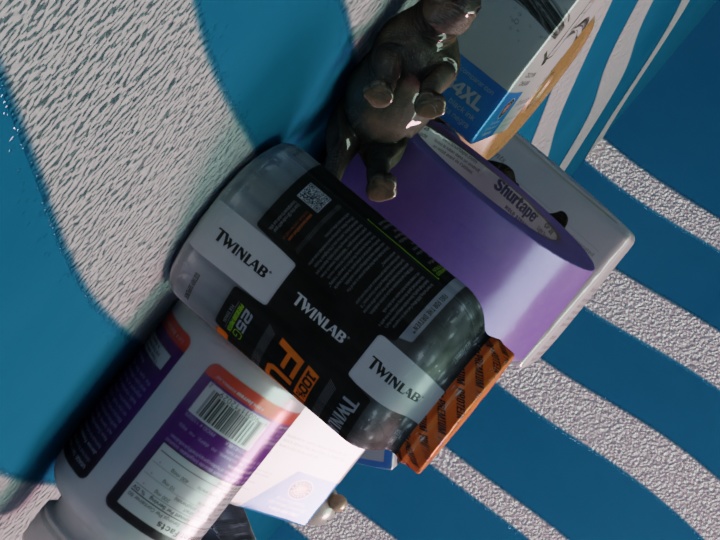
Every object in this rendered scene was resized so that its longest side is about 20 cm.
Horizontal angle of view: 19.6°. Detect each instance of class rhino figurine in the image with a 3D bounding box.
[{"bbox_3d":[0.032,-0.129,1.322,0.200,0.059,0.088,-57,-167,38],"label":"rhino figurine"}]

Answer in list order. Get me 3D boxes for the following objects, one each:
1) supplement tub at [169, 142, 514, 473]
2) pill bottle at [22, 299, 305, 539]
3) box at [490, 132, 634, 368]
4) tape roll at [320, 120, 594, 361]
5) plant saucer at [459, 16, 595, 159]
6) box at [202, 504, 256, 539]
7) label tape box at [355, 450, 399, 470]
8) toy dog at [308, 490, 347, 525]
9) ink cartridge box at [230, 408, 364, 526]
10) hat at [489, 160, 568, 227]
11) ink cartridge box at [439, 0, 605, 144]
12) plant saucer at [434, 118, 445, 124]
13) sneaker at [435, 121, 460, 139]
[{"bbox_3d":[-0.010,0.026,1.293,0.123,0.200,0.123,-49,173,-8],"label":"supplement tub"},{"bbox_3d":[-0.133,0.124,1.386,0.200,0.111,0.111,-51,174,6],"label":"pill bottle"},{"bbox_3d":[0.147,-0.032,2.057,0.172,0.200,0.199,-49,173,6],"label":"box"},{"bbox_3d":[0.063,-0.032,1.474,0.085,0.200,0.200,-52,173,11],"label":"tape roll"},{"bbox_3d":[0.130,-0.153,1.676,0.200,0.035,0.200,-50,174,-7],"label":"plant saucer"},{"bbox_3d":[-0.185,0.269,1.819,0.157,0.050,0.200,-16,160,-21],"label":"box"},{"bbox_3d":[0.037,0.074,1.835,0.200,0.063,0.146,-31,128,-67],"label":"label tape box"},{"bbox_3d":[-0.042,0.138,1.837,0.200,0.096,0.133,50,56,-45],"label":"toy dog"},{"bbox_3d":[-0.048,0.077,1.550,0.145,0.084,0.200,24,110,-42],"label":"ink cartridge box"},{"bbox_3d":[0.079,-0.058,1.828,0.199,0.082,0.201,-12,-168,3],"label":"hat"},{"bbox_3d":[0.120,-0.196,1.461,0.200,0.084,0.146,-52,173,15],"label":"ink cartridge box"},{"bbox_3d":[0.101,-0.179,1.651,0.201,0.037,0.200,-49,173,-8],"label":"plant saucer"},{"bbox_3d":[0.001,-0.043,1.621,0.200,0.077,0.085,-45,-175,12],"label":"sneaker"}]
